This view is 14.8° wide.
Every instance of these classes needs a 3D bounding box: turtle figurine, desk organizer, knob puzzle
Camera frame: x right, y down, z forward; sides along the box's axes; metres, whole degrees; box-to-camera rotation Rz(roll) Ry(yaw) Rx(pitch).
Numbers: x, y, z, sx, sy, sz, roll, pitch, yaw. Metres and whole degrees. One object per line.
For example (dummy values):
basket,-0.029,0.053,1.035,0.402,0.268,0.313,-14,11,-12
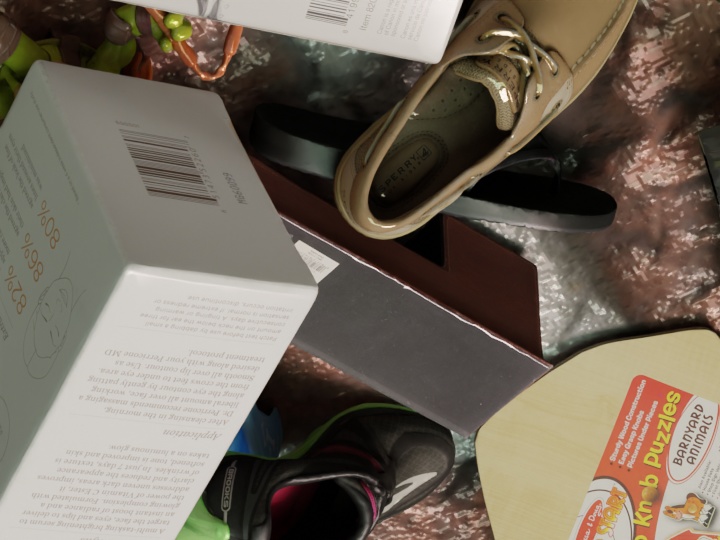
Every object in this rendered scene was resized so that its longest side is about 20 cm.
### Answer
turtle figurine,-0.152,-0.096,1.359,0.161,0.065,0.200,19,121,-40
desk organizer,0.000,0.000,1.438,0.200,0.077,0.072,29,128,-26
knob puzzle,0.158,0.123,1.554,0.218,0.030,0.221,0,97,0

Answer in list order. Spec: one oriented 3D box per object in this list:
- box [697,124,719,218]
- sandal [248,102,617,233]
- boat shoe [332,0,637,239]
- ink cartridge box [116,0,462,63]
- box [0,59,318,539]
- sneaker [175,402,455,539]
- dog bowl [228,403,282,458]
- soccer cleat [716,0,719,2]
box,0.266,-0.026,1.430,0.158,0.049,0.200,-17,150,6
sandal,0.044,-0.060,1.410,0.199,0.075,0.048,13,108,-16
boat shoe,0.069,-0.091,1.348,0.071,0.065,0.200,41,88,-7
ink cartridge box,-0.039,-0.193,1.286,0.199,0.083,0.147,10,126,-15
box,-0.129,0.028,1.331,0.106,0.153,0.200,8,128,-34
sneaker,-0.014,0.126,1.495,0.200,0.084,0.077,-16,121,-45
dog bowl,-0.106,0.073,1.507,0.111,0.050,0.201,-12,127,3
soccer cleat,0.232,-0.157,1.372,0.199,0.065,0.084,16,96,-14
